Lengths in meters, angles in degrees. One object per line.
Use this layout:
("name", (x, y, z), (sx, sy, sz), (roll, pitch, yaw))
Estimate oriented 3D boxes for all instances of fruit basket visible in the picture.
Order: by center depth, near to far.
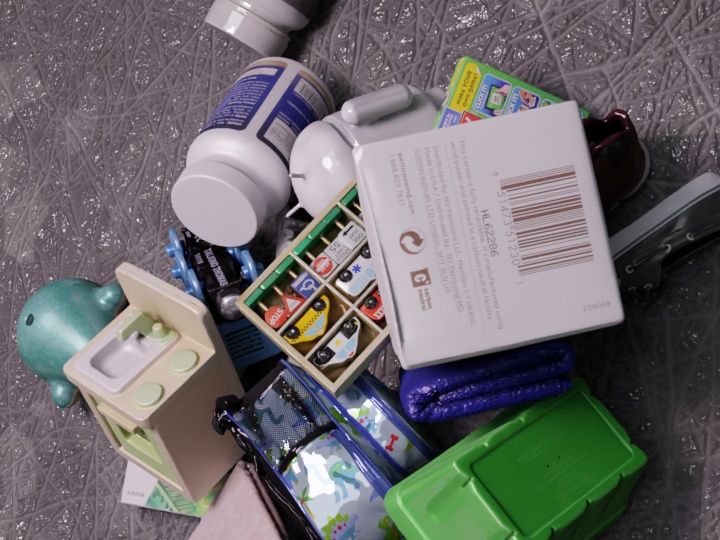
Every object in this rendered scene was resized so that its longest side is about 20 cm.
("fruit basket", (0.128, 0.212, 1.000), (0.216, 0.216, 0.156), (-43, 73, 15))

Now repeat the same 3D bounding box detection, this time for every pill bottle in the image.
("pill bottle", (-0.111, -0.124, 1.225), (0.116, 0.116, 0.200), (-5, 39, 31))
("pill bottle", (-0.088, -0.343, 1.325), (0.114, 0.114, 0.200), (33, 95, 35))

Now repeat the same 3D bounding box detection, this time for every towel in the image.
("towel", (0.107, 0.091, 1.018), (0.148, 0.200, 0.050), (-20, 91, 3))
("towel", (-0.135, 0.313, 1.142), (0.200, 0.032, 0.191), (-57, 30, 8))

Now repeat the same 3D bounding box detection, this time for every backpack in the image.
("backpack", (-0.006, 0.180, 1.082), (0.147, 0.183, 0.200), (-41, 56, 1))

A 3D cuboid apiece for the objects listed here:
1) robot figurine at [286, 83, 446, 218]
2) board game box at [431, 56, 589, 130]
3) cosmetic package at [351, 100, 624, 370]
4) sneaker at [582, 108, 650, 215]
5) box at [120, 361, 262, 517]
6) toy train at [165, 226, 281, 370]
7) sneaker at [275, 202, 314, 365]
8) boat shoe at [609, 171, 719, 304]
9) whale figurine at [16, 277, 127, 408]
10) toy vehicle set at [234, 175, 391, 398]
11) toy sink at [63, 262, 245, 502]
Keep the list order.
("robot figurine", (0.014, -0.111, 1.163), (0.200, 0.170, 0.113), (-25, 52, -20))
("board game box", (0.120, -0.084, 1.119), (0.029, 0.135, 0.200), (-167, 98, -78))
("cosmetic package", (0.092, -0.024, 0.921), (0.166, 0.200, 0.167), (-13, 88, 0))
("sneaker", (0.177, -0.068, 1.051), (0.076, 0.116, 0.200), (34, 80, 30))
("box", (-0.184, 0.167, 1.288), (0.144, 0.036, 0.200), (1, 79, 33))
("toy train", (-0.148, 0.019, 1.241), (0.087, 0.114, 0.200), (-19, 29, -11))
("sneaker", (-0.065, 0.022, 1.236), (0.081, 0.075, 0.200), (-30, 62, 32))
("boat shoe", (0.250, -0.007, 1.033), (0.200, 0.069, 0.057), (-39, 65, 5))
("whale figurine", (-0.322, 0.083, 1.348), (0.200, 0.104, 0.159), (31, 94, 45))
("toy vehicle set", (0.000, 0.000, 1.054), (0.124, 0.027, 0.200), (39, 79, 17))
("toy sink", (-0.202, 0.114, 1.159), (0.130, 0.200, 0.112), (24, 56, 34))
